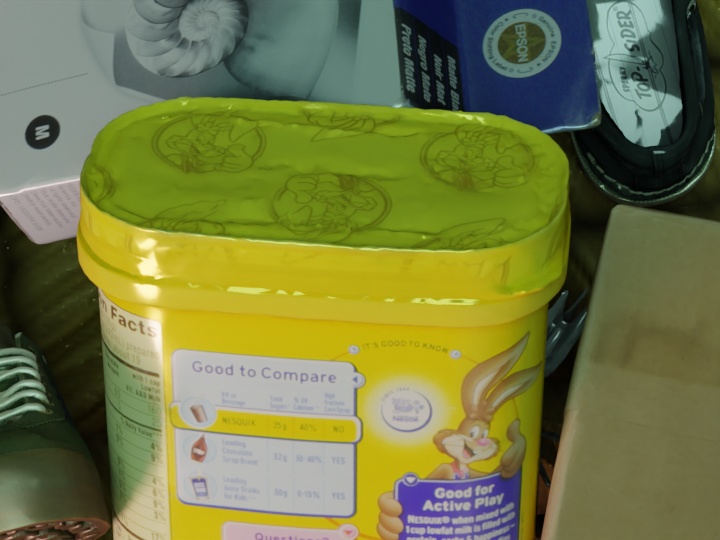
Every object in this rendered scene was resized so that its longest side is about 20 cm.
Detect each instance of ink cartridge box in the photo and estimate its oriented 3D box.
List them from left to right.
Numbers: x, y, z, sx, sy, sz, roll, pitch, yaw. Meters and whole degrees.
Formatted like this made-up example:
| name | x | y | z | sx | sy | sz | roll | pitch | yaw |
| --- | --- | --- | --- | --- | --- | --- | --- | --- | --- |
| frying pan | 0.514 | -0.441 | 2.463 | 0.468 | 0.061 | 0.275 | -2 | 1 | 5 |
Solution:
| name | x | y | z | sx | sy | sz | roll | pitch | yaw |
| --- | --- | --- | --- | --- | --- | --- | --- | --- | --- |
| ink cartridge box | -0.028 | -0.120 | 0.896 | 0.200 | 0.041 | 0.200 | -12 | 61 | 12 |

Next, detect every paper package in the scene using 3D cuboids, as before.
| name | x | y | z | sx | sy | sz | roll | pitch | yaw |
| --- | --- | --- | --- | --- | --- | --- | --- | --- | --- |
| paper package | 0.160 | 0.093 | 0.841 | 0.199 | 0.104 | 0.191 | 9 | 64 | 10 |

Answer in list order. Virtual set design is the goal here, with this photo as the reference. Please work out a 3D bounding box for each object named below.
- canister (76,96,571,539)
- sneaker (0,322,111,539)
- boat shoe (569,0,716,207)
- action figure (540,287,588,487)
| name | x | y | z | sx | sy | sz | roll | pitch | yaw |
| --- | --- | --- | --- | --- | --- | --- | --- | --- | --- |
| canister | -0.012 | 0.054 | 0.842 | 0.148 | 0.087 | 0.200 | 4 | 122 | 5 |
| sneaker | -0.128 | 0.057 | 0.871 | 0.067 | 0.200 | 0.090 | -12 | 80 | -12 |
| boat shoe | 0.076 | -0.121 | 0.927 | 0.074 | 0.066 | 0.200 | -13 | 86 | 5 |
| action figure | 0.000 | 0.000 | 0.922 | 0.130 | 0.069 | 0.200 | -44 | 82 | 7 |
